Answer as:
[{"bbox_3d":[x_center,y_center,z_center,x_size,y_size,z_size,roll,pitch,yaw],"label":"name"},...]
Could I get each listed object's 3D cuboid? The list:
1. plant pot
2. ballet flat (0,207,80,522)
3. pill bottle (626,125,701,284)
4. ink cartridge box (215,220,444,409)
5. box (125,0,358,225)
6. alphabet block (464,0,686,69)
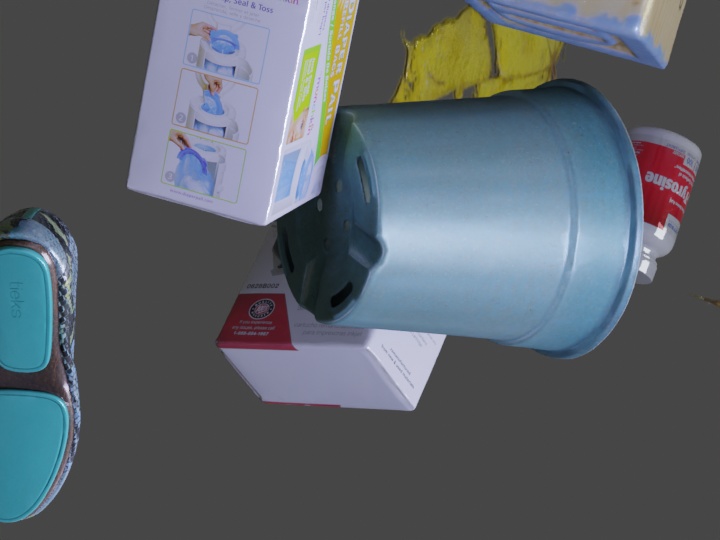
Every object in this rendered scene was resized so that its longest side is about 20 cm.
[{"bbox_3d":[0.060,-0.038,1.690,0.196,0.200,0.200,1,111,-30],"label":"plant pot"},{"bbox_3d":[-0.192,0.052,1.414,0.074,0.074,0.200,-52,157,-56],"label":"ballet flat"},{"bbox_3d":[0.391,-0.089,3.363,0.112,0.112,0.200,58,49,-71],"label":"pill bottle"},{"bbox_3d":[0.000,0.000,1.859,0.083,0.147,0.200,53,49,-41],"label":"ink cartridge box"},{"bbox_3d":[-0.070,-0.145,1.578,0.112,0.101,0.200,-36,140,-67],"label":"box"},{"bbox_3d":[0.217,-0.320,2.299,0.196,0.195,0.200,15,92,-78],"label":"alphabet block"}]
